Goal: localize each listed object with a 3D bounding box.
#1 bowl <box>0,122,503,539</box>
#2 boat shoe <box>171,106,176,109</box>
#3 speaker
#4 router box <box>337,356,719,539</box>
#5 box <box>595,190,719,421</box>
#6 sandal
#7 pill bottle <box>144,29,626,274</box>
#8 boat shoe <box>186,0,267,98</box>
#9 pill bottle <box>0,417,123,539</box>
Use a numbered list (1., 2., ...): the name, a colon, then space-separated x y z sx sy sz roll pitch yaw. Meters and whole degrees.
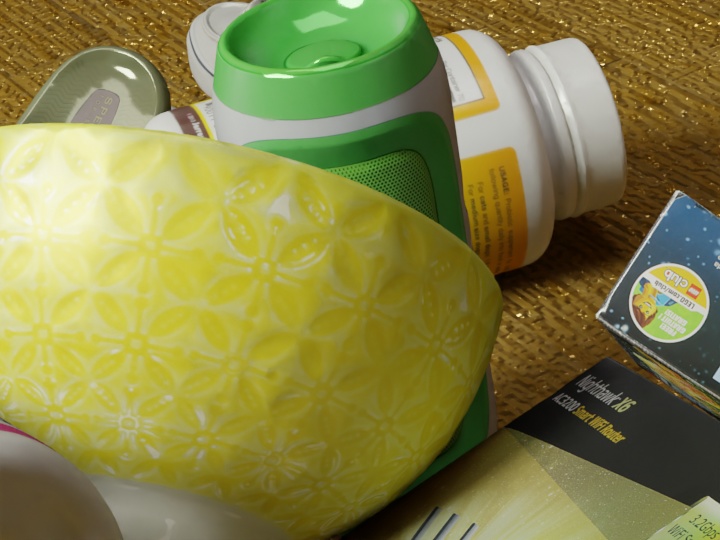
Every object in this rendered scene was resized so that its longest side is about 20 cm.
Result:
1. bowl: -0.061 0.045 0.700 0.200 0.200 0.108 2 68 20
2. boat shoe: -0.149 -0.015 1.036 0.200 0.070 0.066 -23 41 -26
3. speaker: 0.000 0.000 0.824 0.088 0.200 0.088 -8 30 4
4. router box: 0.048 0.103 0.634 0.157 0.052 0.200 -34 12 -5
5. box: 0.136 0.042 0.603 0.137 0.038 0.200 33 1 12
6. sandal: -0.145 -0.021 0.975 0.080 0.057 0.201 19 67 3
7. pill bottle: 0.011 -0.040 0.980 0.200 0.109 0.109 -16 31 -10
8. boat shoe: -0.031 -0.116 1.163 0.074 0.065 0.200 -27 34 -26
9. pill bottle: -0.164 0.071 0.635 0.113 0.113 0.200 -30 32 -30
